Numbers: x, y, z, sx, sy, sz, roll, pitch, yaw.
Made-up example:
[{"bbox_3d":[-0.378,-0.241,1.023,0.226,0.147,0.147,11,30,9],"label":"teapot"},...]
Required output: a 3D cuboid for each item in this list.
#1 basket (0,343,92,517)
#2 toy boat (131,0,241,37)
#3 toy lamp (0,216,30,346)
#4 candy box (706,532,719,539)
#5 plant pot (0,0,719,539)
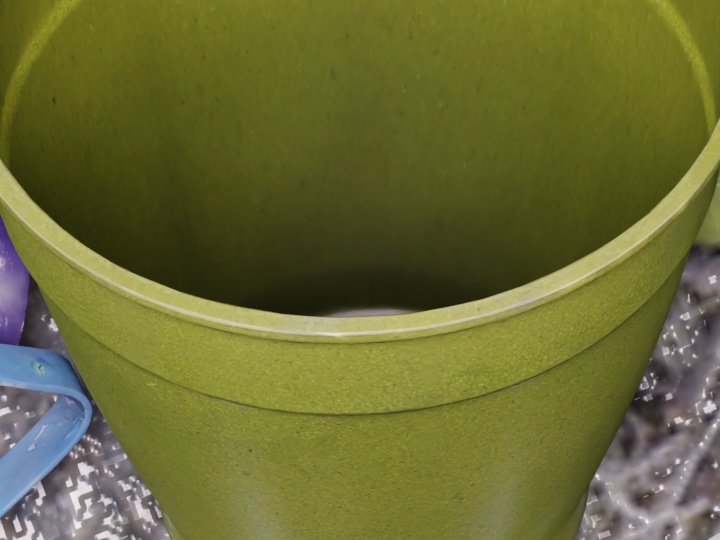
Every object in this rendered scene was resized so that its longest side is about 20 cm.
[{"bbox_3d":[-0.196,0.085,0.831,0.200,0.176,0.139,-42,55,22],"label":"basket"},{"bbox_3d":[-0.116,-0.098,0.861,0.199,0.131,0.131,14,122,10],"label":"toy boat"},{"bbox_3d":[-0.201,-0.001,0.844,0.199,0.058,0.059,5,92,-23],"label":"toy lamp"},{"bbox_3d":[0.181,0.115,0.615,0.136,0.061,0.200,-34,104,12],"label":"candy box"},{"bbox_3d":[0.000,0.000,0.759,0.199,0.193,0.201,-1,49,1],"label":"plant pot"}]
